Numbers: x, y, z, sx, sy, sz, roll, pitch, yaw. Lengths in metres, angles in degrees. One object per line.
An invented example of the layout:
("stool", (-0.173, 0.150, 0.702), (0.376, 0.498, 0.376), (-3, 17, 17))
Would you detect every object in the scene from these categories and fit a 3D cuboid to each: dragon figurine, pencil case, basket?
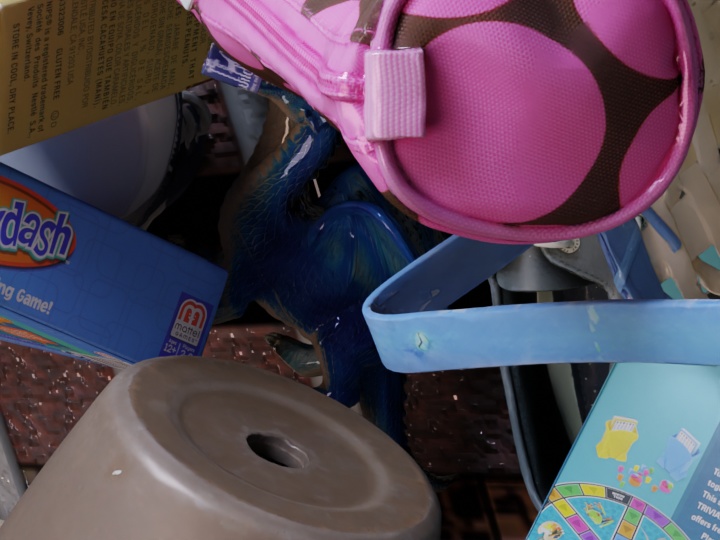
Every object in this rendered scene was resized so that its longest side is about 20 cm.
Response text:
("dragon figurine", (0.000, 0.000, 0.939), (0.099, 0.059, 0.200), (-36, 109, 15))
("pencil case", (0.007, -0.069, 0.683), (0.200, 0.094, 0.091), (-140, 58, -64))
("basket", (0.118, -0.029, 0.704), (0.176, 0.200, 0.139), (0, 114, 48))

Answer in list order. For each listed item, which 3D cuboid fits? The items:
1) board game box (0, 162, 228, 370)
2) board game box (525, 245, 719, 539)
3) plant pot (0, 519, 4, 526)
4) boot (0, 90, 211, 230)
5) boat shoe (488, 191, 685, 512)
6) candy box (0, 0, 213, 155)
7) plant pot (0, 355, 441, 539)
("board game box", (-0.165, -0.022, 0.872), (0.152, 0.200, 0.045), (10, 79, 45))
("board game box", (0.122, 0.104, 0.808), (0.151, 0.047, 0.200), (27, 89, 35))
("plant pot", (-0.161, 0.268, 1.184), (0.200, 0.200, 0.177), (31, 141, 32))
("boot", (-0.091, -0.053, 0.978), (0.073, 0.090, 0.200), (47, 149, 1))
("boat shoe", (0.072, -0.007, 0.875), (0.073, 0.062, 0.200), (10, 118, 44))
("candy box", (-0.079, -0.108, 0.873), (0.117, 0.200, 0.057), (30, 126, 33))
("plant pot", (-0.056, 0.128, 0.863), (0.200, 0.200, 0.175), (35, 112, 29))
